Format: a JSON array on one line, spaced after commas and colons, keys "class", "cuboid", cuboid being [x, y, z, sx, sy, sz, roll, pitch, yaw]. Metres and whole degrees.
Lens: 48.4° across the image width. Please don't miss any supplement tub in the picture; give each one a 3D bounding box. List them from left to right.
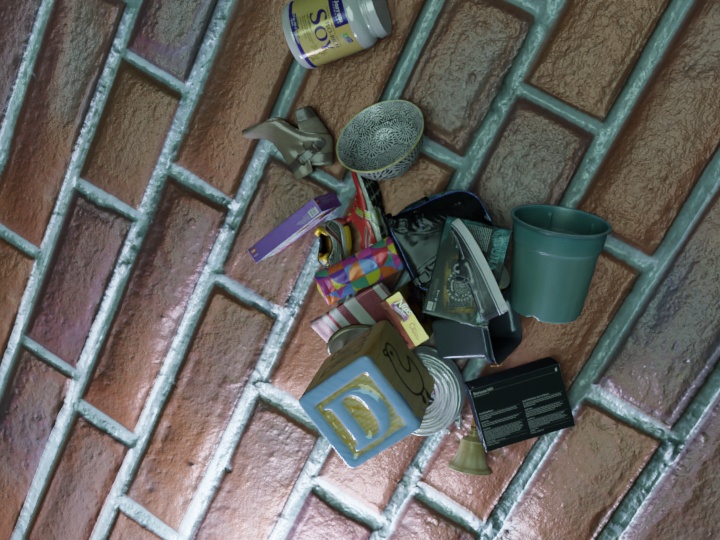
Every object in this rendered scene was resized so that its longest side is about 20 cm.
[{"class": "supplement tub", "cuboid": [-0.048, -0.520, 1.676, 0.199, 0.145, 0.146, -15, 96, 20]}]

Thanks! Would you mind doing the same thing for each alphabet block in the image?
[{"class": "alphabet block", "cuboid": [0.018, 0.257, 1.691, 0.196, 0.200, 0.196, -34, 98, 22]}]

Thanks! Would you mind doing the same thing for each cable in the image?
[{"class": "cable", "cuboid": [0.136, 0.273, 1.809, 0.198, 0.069, 0.202, 7, 103, 17]}]

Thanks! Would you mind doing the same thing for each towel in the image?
[{"class": "towel", "cuboid": [0.005, 0.116, 1.812, 0.199, 0.023, 0.144, -30, 121, 20]}]

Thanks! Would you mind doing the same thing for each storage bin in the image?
[{"class": "storage bin", "cuboid": [0.246, 0.130, 1.690, 0.133, 0.200, 0.147, -9, 98, 30]}]

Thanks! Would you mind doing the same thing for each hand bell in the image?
[{"class": "hand bell", "cuboid": [0.256, 0.345, 1.788, 0.103, 0.104, 0.202, 7, 91, 16]}]

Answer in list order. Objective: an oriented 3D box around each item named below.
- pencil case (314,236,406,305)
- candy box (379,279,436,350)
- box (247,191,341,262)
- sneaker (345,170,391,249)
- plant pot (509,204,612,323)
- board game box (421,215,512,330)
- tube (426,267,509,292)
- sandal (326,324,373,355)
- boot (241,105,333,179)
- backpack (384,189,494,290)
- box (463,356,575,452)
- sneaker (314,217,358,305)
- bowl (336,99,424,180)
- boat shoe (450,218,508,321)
[{"class": "pencil case", "cuboid": [0.000, 0.000, 1.728, 0.199, 0.088, 0.089, -25, 92, 0]}, {"class": "candy box", "cuboid": [0.111, 0.089, 1.712, 0.056, 0.200, 0.117, -33, 89, 17]}, {"class": "box", "cuboid": [-0.146, -0.098, 1.793, 0.199, 0.137, 0.039, -36, 89, 20]}, {"class": "sneaker", "cuboid": [0.002, -0.137, 1.773, 0.084, 0.077, 0.202, -12, 96, 25]}, {"class": "plant pot", "cuboid": [0.389, -0.011, 1.618, 0.199, 0.200, 0.198, 11, 111, 16]}, {"class": "board game box", "cuboid": [0.210, 0.004, 1.573, 0.134, 0.028, 0.202, 14, 85, 13]}, {"class": "tube", "cuboid": [0.225, 0.036, 1.713, 0.199, 0.052, 0.059, -18, 82, 43]}, {"class": "sandal", "cuboid": [0.021, 0.165, 1.800, 0.198, 0.054, 0.081, -3, 125, 2]}, {"class": "boot", "cuboid": [-0.158, -0.276, 1.800, 0.199, 0.070, 0.147, -15, 98, 20]}, {"class": "backpack", "cuboid": [0.173, -0.074, 1.682, 0.199, 0.147, 0.184, -25, 93, 2]}, {"class": "box", "cuboid": [0.338, 0.284, 1.711, 0.198, 0.079, 0.142, -16, 98, -1]}, {"class": "sneaker", "cuboid": [-0.060, -0.014, 1.802, 0.078, 0.082, 0.202, -8, 96, 51]}, {"class": "bowl", "cuboid": [0.057, -0.258, 1.702, 0.199, 0.202, 0.094, -14, 140, 20]}, {"class": "boat shoe", "cuboid": [0.210, 0.000, 1.527, 0.067, 0.072, 0.201, -26, 84, 5]}]
